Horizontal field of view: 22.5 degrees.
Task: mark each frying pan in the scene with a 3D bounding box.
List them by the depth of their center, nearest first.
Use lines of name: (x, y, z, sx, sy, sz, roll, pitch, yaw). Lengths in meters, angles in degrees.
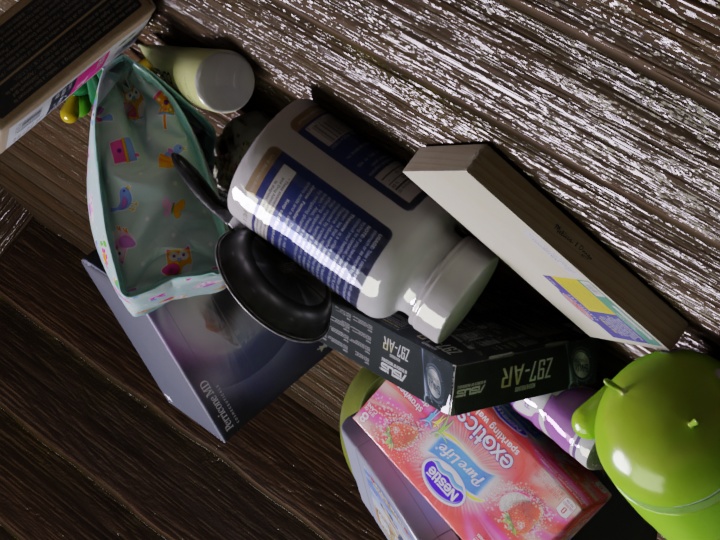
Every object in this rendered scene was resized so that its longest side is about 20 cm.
frying pan: (-0.077, -0.021, 1.458, 0.114, 0.031, 0.191, 16, -140, -43)

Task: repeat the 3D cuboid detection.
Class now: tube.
tube: (-0.140, -0.162, 1.533, 0.200, 0.051, 0.059, -156, 59, -69)

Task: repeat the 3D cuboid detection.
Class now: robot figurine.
robot figurine: (0.238, 0.130, 1.289, 0.175, 0.116, 0.200, 20, 166, 36)

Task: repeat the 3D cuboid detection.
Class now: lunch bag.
lunch bag: (-0.180, -0.074, 1.565, 0.170, 0.121, 0.202, 125, 130, -80)

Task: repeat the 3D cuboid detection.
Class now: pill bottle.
pill bottle: (0.004, -0.034, 1.402, 0.199, 0.111, 0.111, 36, 171, 11)

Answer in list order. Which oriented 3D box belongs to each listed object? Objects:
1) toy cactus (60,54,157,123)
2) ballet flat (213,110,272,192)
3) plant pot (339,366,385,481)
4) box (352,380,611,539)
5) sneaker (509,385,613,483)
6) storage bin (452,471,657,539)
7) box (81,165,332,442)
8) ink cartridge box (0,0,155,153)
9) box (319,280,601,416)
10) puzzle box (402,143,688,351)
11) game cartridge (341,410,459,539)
toy cactus: (-0.244, -0.191, 1.727, 0.166, 0.102, 0.200, 61, 166, -19)
ballet flat: (-0.097, -0.106, 1.596, 0.200, 0.075, 0.064, -9, 100, 71)
plant pot: (0.056, 0.151, 1.806, 0.186, 0.188, 0.200, 35, 178, 12)
box: (0.104, 0.160, 1.554, 0.200, 0.103, 0.095, 48, -162, 16)
sneaker: (0.191, 0.122, 1.550, 0.114, 0.073, 0.200, 34, 180, 28)
storage bin: (0.188, 0.229, 1.676, 0.198, 0.135, 0.146, 16, 158, 4)
box: (-0.127, 0.020, 1.756, 0.123, 0.198, 0.201, 29, 153, 51)
ink cartridge box: (-0.260, -0.180, 1.493, 0.075, 0.164, 0.200, 51, 170, -6)
box: (0.072, 0.050, 1.483, 0.159, 0.044, 0.199, -10, -156, -37)
puzzle box: (0.129, -0.017, 1.283, 0.200, 0.025, 0.133, 40, 170, -16)
game cartridge: (0.045, 0.224, 1.613, 0.200, 0.041, 0.134, 54, 170, 36)
